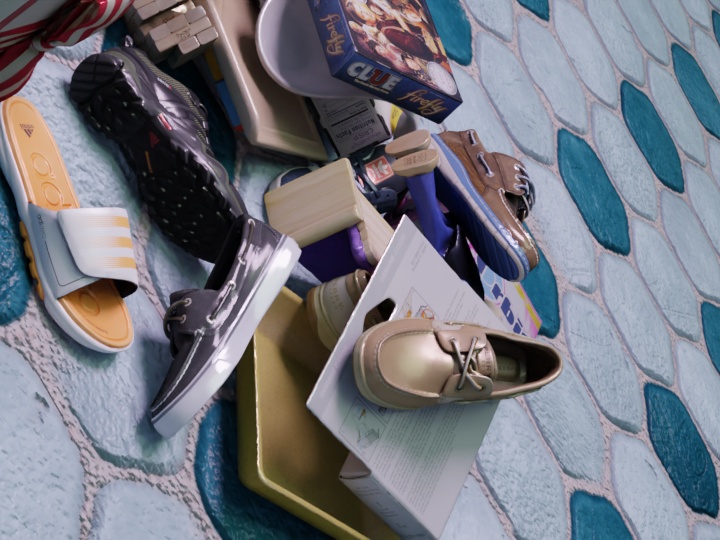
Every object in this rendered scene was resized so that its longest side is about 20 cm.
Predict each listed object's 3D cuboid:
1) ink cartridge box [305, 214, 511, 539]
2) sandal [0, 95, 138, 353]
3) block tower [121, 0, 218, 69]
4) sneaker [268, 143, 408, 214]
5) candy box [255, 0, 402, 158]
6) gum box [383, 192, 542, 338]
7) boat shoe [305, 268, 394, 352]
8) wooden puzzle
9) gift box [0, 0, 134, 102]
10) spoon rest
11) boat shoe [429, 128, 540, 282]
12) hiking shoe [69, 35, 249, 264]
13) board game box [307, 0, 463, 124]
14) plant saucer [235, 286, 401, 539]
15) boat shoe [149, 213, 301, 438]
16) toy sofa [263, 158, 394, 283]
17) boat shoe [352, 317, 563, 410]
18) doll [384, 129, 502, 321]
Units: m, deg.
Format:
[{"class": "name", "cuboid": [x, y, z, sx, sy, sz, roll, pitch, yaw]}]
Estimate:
[{"class": "ink cartridge box", "cuboid": [0.036, 0.087, 1.439, 0.174, 0.043, 0.201, 46, 53, -27]}, {"class": "sandal", "cuboid": [-0.206, -0.041, 1.294, 0.079, 0.059, 0.208, -9, 74, -61]}, {"class": "block tower", "cuboid": [-0.193, -0.265, 1.501, 0.054, 0.058, 0.201, -30, 91, -19]}, {"class": "sneaker", "cuboid": [-0.010, -0.077, 1.639, 0.075, 0.084, 0.200, 63, 27, 0]}, {"class": "candy box", "cuboid": [-0.029, -0.221, 1.722, 0.201, 0.061, 0.136, 62, 18, -17]}, {"class": "gum box", "cuboid": [0.093, 0.005, 1.747, 0.201, 0.066, 0.114, 60, 28, -16]}, {"class": "boat shoe", "cuboid": [0.037, 0.064, 1.512, 0.201, 0.063, 0.073, 41, 34, -36]}, {"class": "wooden puzzle", "cuboid": [-0.101, -0.186, 1.609, 0.186, 0.037, 0.200, 68, 13, 10]}, {"class": "gift box", "cuboid": [-0.247, -0.234, 1.262, 0.187, 0.184, 0.200, 59, 33, -1]}, {"class": "spoon rest", "cuboid": [-0.013, -0.180, 1.614, 0.200, 0.060, 0.100, 32, 65, -33]}, {"class": "boat shoe", "cuboid": [0.117, -0.070, 1.618, 0.200, 0.072, 0.072, 56, -13, 42]}, {"class": "hiking shoe", "cuboid": [-0.141, -0.100, 1.442, 0.200, 0.076, 0.101, 56, 31, -10]}, {"class": "board game box", "cuboid": [0.009, -0.234, 1.607, 0.135, 0.035, 0.201, 19, 42, -41]}, {"class": "plant saucer", "cuboid": [-0.037, 0.128, 1.447, 0.200, 0.048, 0.201, 37, 36, -40]}, {"class": "boat shoe", "cuboid": [-0.114, 0.034, 1.348, 0.066, 0.070, 0.200, 38, 57, -10]}, {"class": "toy sofa", "cuboid": [0.000, 0.000, 1.547, 0.200, 0.082, 0.098, 45, 27, -55]}, {"class": "boat shoe", "cuboid": [0.077, 0.069, 1.408, 0.199, 0.064, 0.072, 0, 82, -45]}, {"class": "doll", "cuboid": [0.077, -0.018, 1.585, 0.137, 0.048, 0.201, -104, 172, -61]}]
